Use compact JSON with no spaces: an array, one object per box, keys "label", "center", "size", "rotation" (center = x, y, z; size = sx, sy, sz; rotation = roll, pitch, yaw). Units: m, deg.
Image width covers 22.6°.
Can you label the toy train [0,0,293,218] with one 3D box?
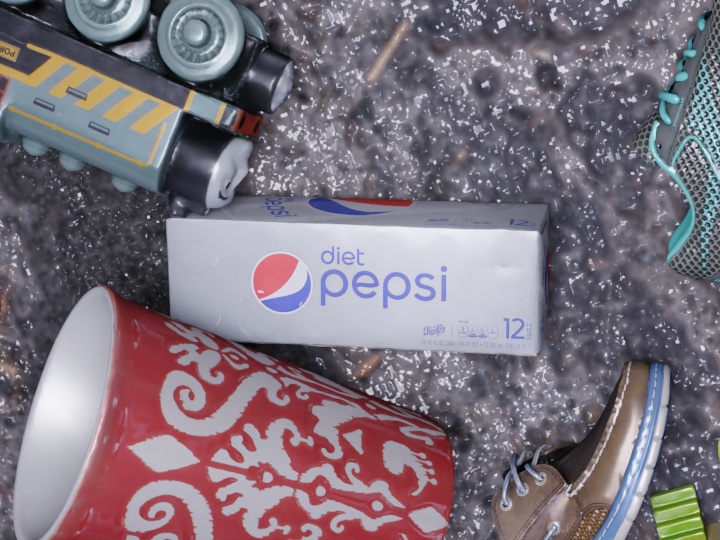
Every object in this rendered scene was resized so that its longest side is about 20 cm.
[{"label":"toy train","center":[-0.135,-0.107,0.934],"size":[0.198,0.085,0.115],"rotation":[23,95,7]}]

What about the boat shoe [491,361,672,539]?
[{"label":"boat shoe","center":[0.105,0.132,0.961],"size":[0.072,0.072,0.202],"rotation":[23,106,6]}]

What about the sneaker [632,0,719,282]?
[{"label":"sneaker","center":[0.178,-0.083,0.898],"size":[0.090,0.078,0.202],"rotation":[-7,100,16]}]

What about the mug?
[{"label":"mug","center":[-0.067,0.092,0.944],"size":[0.198,0.178,0.134],"rotation":[18,108,-22]}]

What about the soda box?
[{"label":"soda box","center":[0.000,0.000,0.953],"size":[0.198,0.063,0.069],"rotation":[2,105,10]}]

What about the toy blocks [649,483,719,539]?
[{"label":"toy blocks","center":[0.202,0.225,0.931],"size":[0.099,0.137,0.202],"rotation":[-16,100,14]}]

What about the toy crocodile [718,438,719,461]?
[{"label":"toy crocodile","center":[0.243,0.033,0.900],"size":[0.061,0.067,0.201],"rotation":[32,126,18]}]
